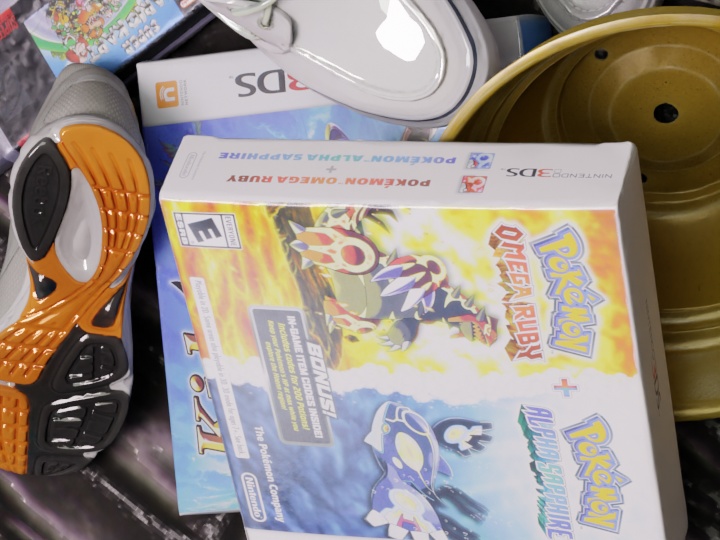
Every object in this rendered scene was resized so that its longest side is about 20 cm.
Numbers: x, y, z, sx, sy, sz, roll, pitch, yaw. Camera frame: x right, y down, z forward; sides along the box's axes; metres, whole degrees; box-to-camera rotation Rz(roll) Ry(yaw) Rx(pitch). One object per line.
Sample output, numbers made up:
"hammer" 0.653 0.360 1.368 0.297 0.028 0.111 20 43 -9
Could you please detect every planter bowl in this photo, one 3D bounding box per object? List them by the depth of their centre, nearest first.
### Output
"planter bowl" 0.122 -0.041 1.190 0.199 0.084 0.201 1 130 2

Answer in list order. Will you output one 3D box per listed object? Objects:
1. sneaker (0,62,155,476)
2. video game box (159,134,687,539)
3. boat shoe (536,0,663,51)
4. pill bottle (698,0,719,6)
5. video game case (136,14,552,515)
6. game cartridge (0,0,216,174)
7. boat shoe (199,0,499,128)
"sneaker" -0.128 0.000 1.327 0.075 0.092 0.201 13 124 -9
"video game box" 0.029 0.038 1.179 0.181 0.047 0.201 0 130 16
"boat shoe" 0.085 -0.191 1.227 0.072 0.068 0.201 -1 92 22
"pill bottle" 0.198 -0.144 1.147 0.199 0.114 0.115 16 99 7
"video game case" 0.000 0.000 1.285 0.180 0.045 0.201 -5 91 24
"game cartridge" -0.134 -0.139 1.341 0.200 0.038 0.130 -36 75 20
"boat shoe" -0.039 -0.118 1.177 0.200 0.067 0.074 34 111 17
